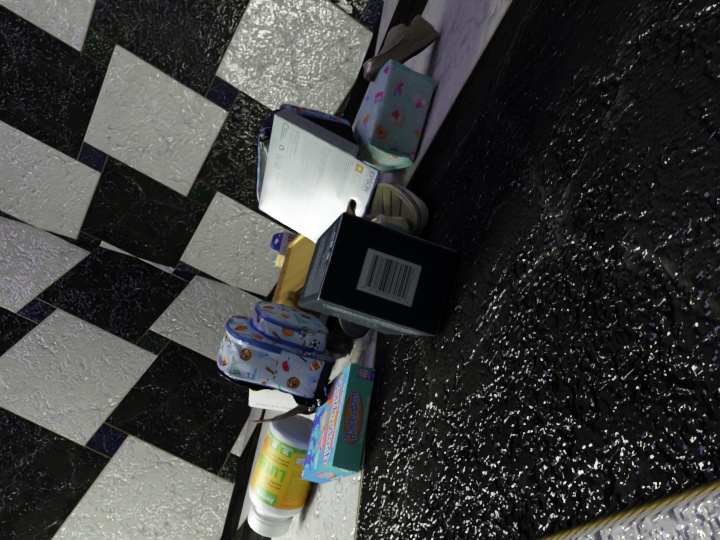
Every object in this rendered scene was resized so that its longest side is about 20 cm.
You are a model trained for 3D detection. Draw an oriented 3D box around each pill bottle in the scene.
[{"bbox_3d":[-0.143,0.383,0.979,0.111,0.110,0.202,-131,59,-77],"label":"pill bottle"}]

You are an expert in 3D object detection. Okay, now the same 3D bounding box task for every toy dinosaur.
[{"bbox_3d":[-0.100,0.256,0.991,0.106,0.061,0.199,-40,-16,24],"label":"toy dinosaur"}]

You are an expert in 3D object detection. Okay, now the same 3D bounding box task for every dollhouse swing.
[{"bbox_3d":[-0.068,0.017,1.061,0.174,0.182,0.201,-20,37,22],"label":"dollhouse swing"}]

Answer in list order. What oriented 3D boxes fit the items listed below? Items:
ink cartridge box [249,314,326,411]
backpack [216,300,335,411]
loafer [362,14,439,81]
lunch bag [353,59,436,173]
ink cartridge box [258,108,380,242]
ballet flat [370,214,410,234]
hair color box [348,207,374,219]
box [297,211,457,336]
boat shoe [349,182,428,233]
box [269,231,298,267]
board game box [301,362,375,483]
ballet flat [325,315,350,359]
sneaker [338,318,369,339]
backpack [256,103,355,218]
[{"bbox_3d":[-0.166,0.207,1.182,0.201,0.145,0.147,105,173,-47],"label":"ink cartridge box"},{"bbox_3d":[-0.149,0.139,0.911,0.200,0.189,0.156,-167,87,-74],"label":"backpack"},{"bbox_3d":[0.072,-0.449,1.055,0.200,0.069,0.076,-40,10,-25],"label":"loafer"},{"bbox_3d":[0.049,-0.289,1.036,0.200,0.121,0.172,-177,103,-73],"label":"lunch bag"},{"bbox_3d":[-0.072,-0.142,0.891,0.043,0.199,0.197,-51,-12,-47],"label":"ink cartridge box"},{"bbox_3d":[0.000,-0.051,0.812,0.199,0.062,0.068,-21,59,57],"label":"ballet flat"},{"bbox_3d":[-0.009,-0.128,1.220,0.201,0.063,0.111,-91,22,-55],"label":"hair color box"},{"bbox_3d":[0.012,0.014,0.684,0.200,0.147,0.108,156,131,-75],"label":"box"},{"bbox_3d":[0.055,-0.108,0.839,0.200,0.068,0.076,35,127,55],"label":"boat shoe"},{"bbox_3d":[-0.130,-0.037,1.318,0.119,0.198,0.042,-91,16,-58],"label":"box"},{"bbox_3d":[-0.038,0.251,0.839,0.200,0.045,0.153,126,158,-58],"label":"board game box"},{"bbox_3d":[-0.056,0.121,1.086,0.200,0.056,0.067,-111,40,-73],"label":"ballet flat"},{"bbox_3d":[0.016,0.019,0.867,0.081,0.073,0.202,-147,72,-74],"label":"sneaker"},{"bbox_3d":[-0.109,-0.192,1.011,0.135,0.181,0.201,-86,7,-49],"label":"backpack"}]
